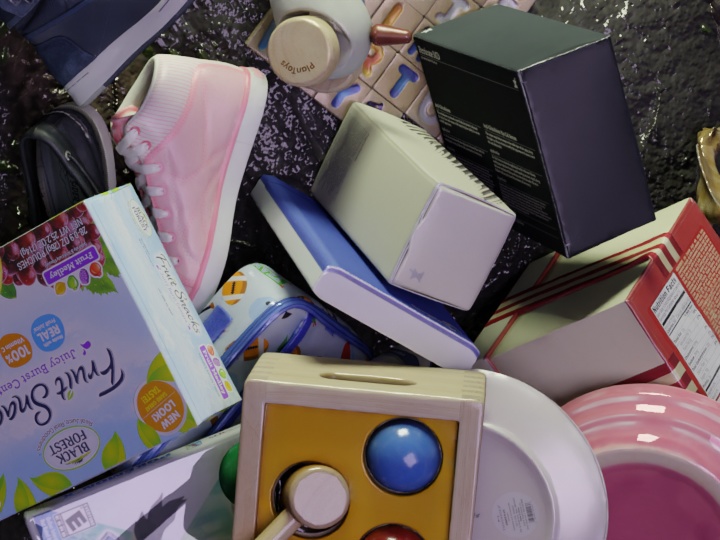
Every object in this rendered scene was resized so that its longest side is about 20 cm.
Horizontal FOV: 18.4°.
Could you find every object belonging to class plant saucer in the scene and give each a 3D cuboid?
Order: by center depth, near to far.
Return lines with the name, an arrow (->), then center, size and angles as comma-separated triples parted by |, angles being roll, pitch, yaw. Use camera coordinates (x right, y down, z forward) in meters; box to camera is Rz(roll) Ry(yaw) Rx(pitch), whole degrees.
plant saucer -> 0.204, 0.177, 1.571 | 0.200, 0.051, 0.201 | 8, 118, 14

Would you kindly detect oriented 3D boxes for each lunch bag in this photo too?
lunch bag -> -0.094, 0.099, 1.608 | 0.200, 0.076, 0.160 | -50, 145, 1

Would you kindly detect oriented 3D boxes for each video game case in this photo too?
video game case -> -0.115, 0.225, 1.553 | 0.182, 0.022, 0.200 | -22, 102, -9

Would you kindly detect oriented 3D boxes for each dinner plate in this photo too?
dinner plate -> 0.072, 0.168, 1.548 | 0.200, 0.024, 0.201 | 2, 101, 13

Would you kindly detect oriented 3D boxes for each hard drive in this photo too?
hard drive -> 0.000, 0.000, 1.589 | 0.132, 0.200, 0.025 | 30, 100, -23

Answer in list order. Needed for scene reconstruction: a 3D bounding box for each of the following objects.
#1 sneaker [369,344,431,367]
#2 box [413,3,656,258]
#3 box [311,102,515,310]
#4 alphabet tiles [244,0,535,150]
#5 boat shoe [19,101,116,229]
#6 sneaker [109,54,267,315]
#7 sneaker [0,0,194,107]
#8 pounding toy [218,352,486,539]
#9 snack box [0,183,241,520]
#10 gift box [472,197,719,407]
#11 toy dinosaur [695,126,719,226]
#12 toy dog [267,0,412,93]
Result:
sneaker -> 0.058, 0.147, 1.637 | 0.088, 0.075, 0.200 | -38, 114, -28
box -> 0.122, -0.106, 1.603 | 0.079, 0.200, 0.141 | -24, 110, -13
box -> 0.034, -0.049, 1.587 | 0.068, 0.200, 0.082 | 21, 104, -24
alphabet tiles -> 0.037, -0.177, 1.668 | 0.200, 0.008, 0.167 | 37, 88, -23
boat shoe -> -0.199, -0.015, 1.570 | 0.066, 0.074, 0.200 | -29, 116, -59
sneaker -> -0.141, -0.060, 1.592 | 0.104, 0.075, 0.201 | 15, 91, -25
sneaker -> -0.175, -0.220, 1.500 | 0.202, 0.077, 0.146 | -38, 100, 29
pounding toy -> -0.025, 0.160, 1.467 | 0.200, 0.142, 0.185 | 5, 98, 3
snack box -> -0.205, 0.059, 1.517 | 0.200, 0.068, 0.169 | -26, 91, 31
gift box -> 0.195, 0.090, 1.655 | 0.200, 0.187, 0.185 | 59, 38, -9
toy dinosaur -> 0.273, -0.045, 1.700 | 0.058, 0.200, 0.101 | -17, 112, 9
toy dog -> -0.023, -0.218, 1.575 | 0.096, 0.132, 0.200 | -11, 113, 14
